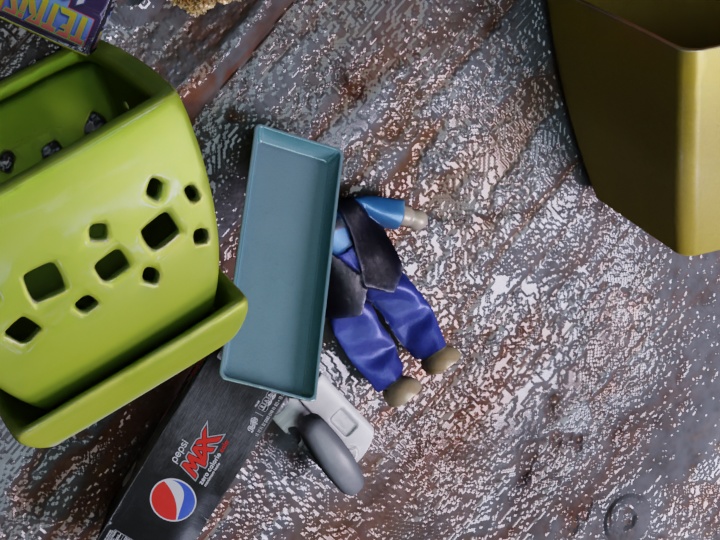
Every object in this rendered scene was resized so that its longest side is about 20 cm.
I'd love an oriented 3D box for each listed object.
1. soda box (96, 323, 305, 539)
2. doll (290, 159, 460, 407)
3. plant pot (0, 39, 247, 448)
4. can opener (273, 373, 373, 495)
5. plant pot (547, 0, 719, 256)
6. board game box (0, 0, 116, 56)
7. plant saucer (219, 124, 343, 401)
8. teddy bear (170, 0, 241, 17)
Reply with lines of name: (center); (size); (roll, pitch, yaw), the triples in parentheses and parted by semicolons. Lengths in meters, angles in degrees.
soda box: (-0.113, 0.121, 1.051); (0.063, 0.071, 0.201); (31, 106, -9)
doll: (0.000, 0.000, 1.114); (0.136, 0.048, 0.201); (-37, 109, -9)
plant pot: (-0.195, -0.014, 0.949); (0.199, 0.199, 0.183); (-30, 119, -14)
can opener: (-0.057, 0.085, 1.107); (0.053, 0.066, 0.200); (-44, 111, -6)
plant pot: (0.273, -0.126, 1.127); (0.198, 0.200, 0.178); (-13, 117, -20)
board game box: (-0.226, -0.252, 0.910); (0.198, 0.057, 0.166); (24, 102, -11)
plant saucer: (-0.055, -0.006, 1.015); (0.069, 0.019, 0.202); (16, 59, -17)
teddy bear: (-0.129, -0.274, 0.987); (0.200, 0.067, 0.146); (40, 77, -20)
